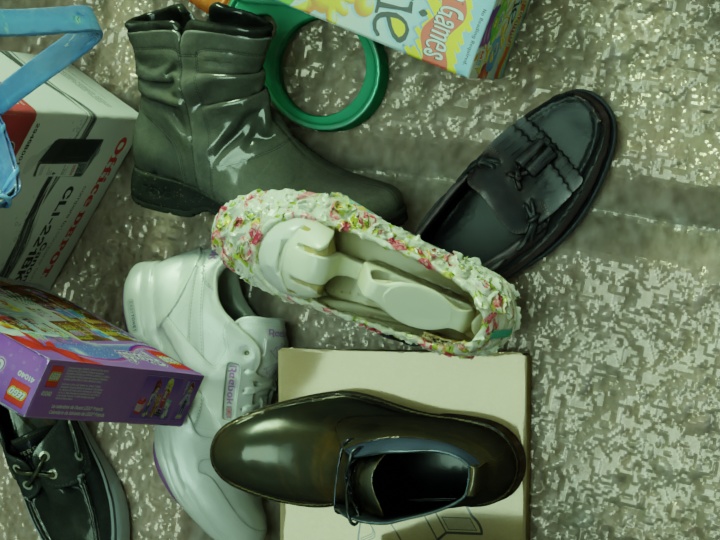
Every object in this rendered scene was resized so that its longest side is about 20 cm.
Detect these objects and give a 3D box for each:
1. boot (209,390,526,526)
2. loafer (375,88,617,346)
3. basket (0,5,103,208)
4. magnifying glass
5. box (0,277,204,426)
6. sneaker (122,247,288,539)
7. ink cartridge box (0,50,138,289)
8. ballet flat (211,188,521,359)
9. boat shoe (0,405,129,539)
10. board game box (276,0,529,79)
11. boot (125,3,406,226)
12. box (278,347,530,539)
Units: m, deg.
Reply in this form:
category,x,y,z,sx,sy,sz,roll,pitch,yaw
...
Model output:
category,x,y,z,sx,sy,sz,roll,pitch,yaw
boot,-0.006,0.113,1.425,0.199,0.097,0.075,0,91,14
loafer,0.079,-0.028,1.442,0.072,0.063,0.200,47,108,16
basket,-0.260,-0.090,1.316,0.199,0.176,0.140,-28,78,31
magnifying glass,-0.067,-0.160,1.529,0.200,0.022,0.080,35,104,20
box,-0.196,0.045,1.415,0.136,0.200,0.039,27,95,22
sneaker,-0.087,0.081,1.510,0.099,0.075,0.201,-18,85,19
ink cartridge box,-0.242,-0.061,1.511,0.084,0.200,0.145,35,104,16
ballet flat,0.000,0.000,1.404,0.199,0.064,0.076,16,103,10
boat shoe,-0.213,0.116,1.576,0.068,0.057,0.201,-23,81,22
board game box,0.004,-0.200,1.434,0.199,0.103,0.105,23,99,12
boot,-0.065,-0.094,1.478,0.199,0.068,0.132,12,114,25
box,0.026,0.150,1.481,0.162,0.021,0.202,0,91,16
